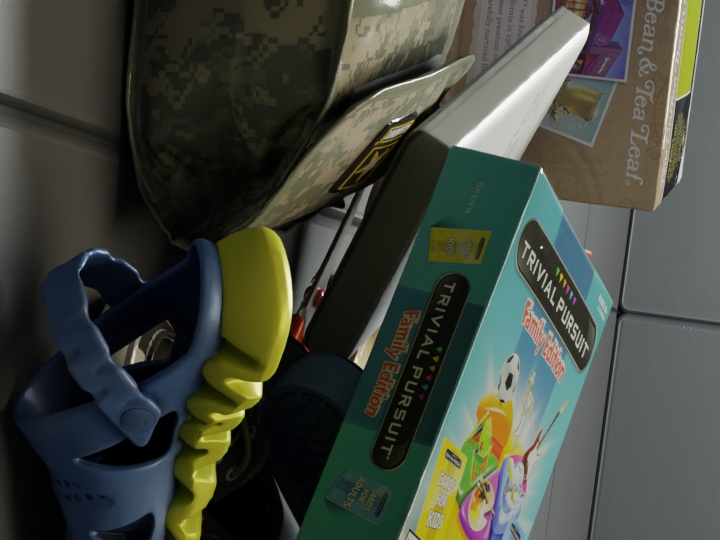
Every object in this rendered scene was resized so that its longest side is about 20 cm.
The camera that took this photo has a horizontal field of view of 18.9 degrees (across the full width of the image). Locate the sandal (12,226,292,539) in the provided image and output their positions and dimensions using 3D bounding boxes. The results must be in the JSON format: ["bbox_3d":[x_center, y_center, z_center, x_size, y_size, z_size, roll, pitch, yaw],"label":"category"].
[{"bbox_3d":[-0.093,0.058,0.830,0.080,0.087,0.201,-103,-152,-51],"label":"sandal"}]

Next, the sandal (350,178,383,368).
[{"bbox_3d":[0.033,0.023,1.205,0.078,0.069,0.212,51,51,-50],"label":"sandal"}]

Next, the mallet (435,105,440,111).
[{"bbox_3d":[0.000,0.000,1.134,0.066,0.041,0.201,70,42,-71],"label":"mallet"}]

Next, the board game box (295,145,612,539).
[{"bbox_3d":[0.046,0.069,0.968,0.201,0.047,0.151,-68,154,-16],"label":"board game box"}]

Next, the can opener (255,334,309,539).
[{"bbox_3d":[-0.041,0.091,1.067,0.053,0.067,0.200,-56,144,-29],"label":"can opener"}]

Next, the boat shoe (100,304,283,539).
[{"bbox_3d":[-0.071,0.077,0.953,0.200,0.066,0.070,79,22,-56],"label":"boat shoe"}]

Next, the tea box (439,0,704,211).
[{"bbox_3d":[0.132,-0.149,1.276,0.197,0.133,0.201,-30,127,-76],"label":"tea box"}]

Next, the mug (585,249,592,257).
[{"bbox_3d":[0.079,0.073,1.491,0.177,0.133,0.201,12,89,-76],"label":"mug"}]

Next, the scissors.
[{"bbox_3d":[-0.030,0.024,1.138,0.073,0.014,0.201,24,86,-68],"label":"scissors"}]

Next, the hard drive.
[{"bbox_3d":[0.046,-0.046,1.067,0.200,0.026,0.132,-43,164,-57],"label":"hard drive"}]

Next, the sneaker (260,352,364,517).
[{"bbox_3d":[0.007,0.083,1.033,0.078,0.070,0.200,-59,156,-25],"label":"sneaker"}]

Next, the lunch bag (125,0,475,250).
[{"bbox_3d":[-0.021,-0.111,0.941,0.164,0.117,0.201,-29,128,-64],"label":"lunch bag"}]
